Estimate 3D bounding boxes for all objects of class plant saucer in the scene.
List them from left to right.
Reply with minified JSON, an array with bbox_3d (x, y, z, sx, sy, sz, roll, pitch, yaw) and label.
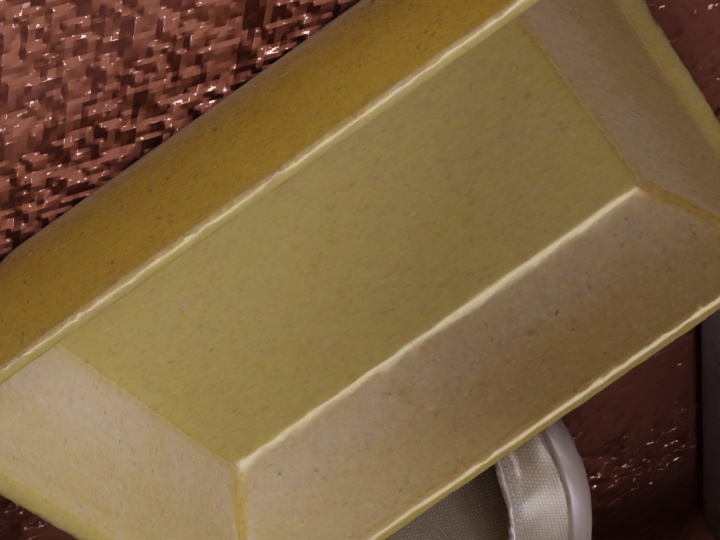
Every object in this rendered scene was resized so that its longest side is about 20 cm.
[{"bbox_3d":[0.000,0.000,0.726,0.200,0.049,0.200,-35,151,7],"label":"plant saucer"}]

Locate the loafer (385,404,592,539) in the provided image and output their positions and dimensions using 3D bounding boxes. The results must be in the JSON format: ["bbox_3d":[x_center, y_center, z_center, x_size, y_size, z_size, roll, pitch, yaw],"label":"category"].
[{"bbox_3d":[0.004,0.108,0.867,0.068,0.076,0.200,-12,147,-40],"label":"loafer"}]

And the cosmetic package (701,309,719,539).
[{"bbox_3d":[0.169,0.066,0.931,0.074,0.102,0.200,-28,152,-7],"label":"cosmetic package"}]
